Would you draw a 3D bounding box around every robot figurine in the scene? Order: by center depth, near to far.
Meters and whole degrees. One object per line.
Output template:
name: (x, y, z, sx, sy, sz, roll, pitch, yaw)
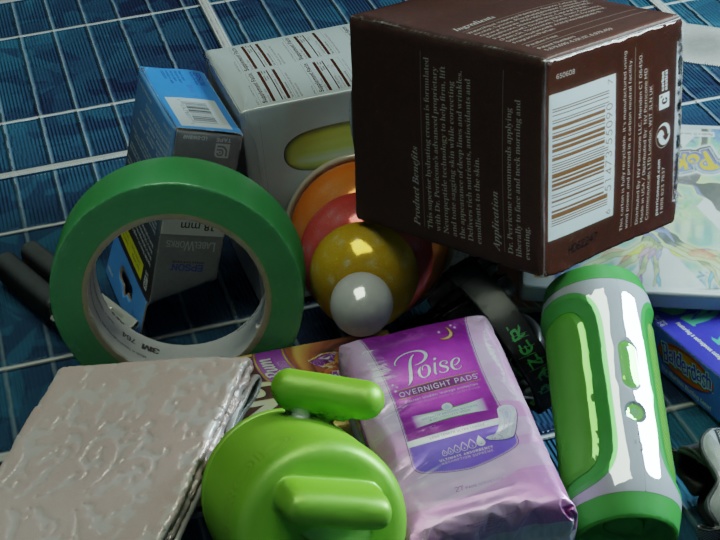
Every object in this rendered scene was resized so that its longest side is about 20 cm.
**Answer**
robot figurine: (-0.041, 0.155, 1.184, 0.114, 0.177, 0.200, 4, 4, -17)

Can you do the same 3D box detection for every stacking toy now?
stacking toy: (0.000, 0.000, 1.443, 0.144, 0.148, 0.200, -2, 20, 6)

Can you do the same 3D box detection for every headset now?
headset: (0.091, 0.050, 1.415, 0.094, 0.124, 0.200, -33, 19, -4)

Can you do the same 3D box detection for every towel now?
towel: (-0.183, 0.142, 1.292, 0.189, 0.032, 0.201, -6, 39, 30)

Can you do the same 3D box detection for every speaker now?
speaker: (0.174, 0.099, 1.268, 0.087, 0.089, 0.202, -4, 56, 2)

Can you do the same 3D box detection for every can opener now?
can opener: (-0.257, 0.015, 1.574, 0.052, 0.067, 0.199, -24, 30, -27)

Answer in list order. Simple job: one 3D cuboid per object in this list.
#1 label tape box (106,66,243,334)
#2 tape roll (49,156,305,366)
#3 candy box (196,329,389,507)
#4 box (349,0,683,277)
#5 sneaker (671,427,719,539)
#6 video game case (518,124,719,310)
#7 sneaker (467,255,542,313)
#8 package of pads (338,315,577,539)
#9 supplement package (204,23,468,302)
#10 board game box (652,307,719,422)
label tape box: (-0.163, -0.056, 1.563, 0.063, 0.202, 0.144, 2, 26, -21)
tape roll: (-0.142, 0.011, 1.419, 0.198, 0.202, 0.048, -4, 29, 1)
candy box: (-0.060, 0.113, 1.377, 0.198, 0.057, 0.117, -11, 32, -7)
box: (0.117, -0.115, 1.370, 0.163, 0.168, 0.199, -22, 30, -40)
sneaker: (0.278, 0.124, 1.281, 0.138, 0.078, 0.200, 5, 31, 16)
video game case: (0.231, -0.048, 1.472, 0.198, 0.022, 0.184, 3, 52, 4)
sneaker: (0.162, -0.018, 1.559, 0.198, 0.072, 0.080, -13, 29, -29)
package of pads: (0.064, 0.125, 1.248, 0.119, 0.076, 0.201, -12, 43, -9)
supplement package: (-0.018, -0.101, 1.601, 0.198, 0.193, 0.147, -12, 30, -11)
board game box: (0.339, 0.051, 1.429, 0.198, 0.045, 0.152, -16, 32, -20)
